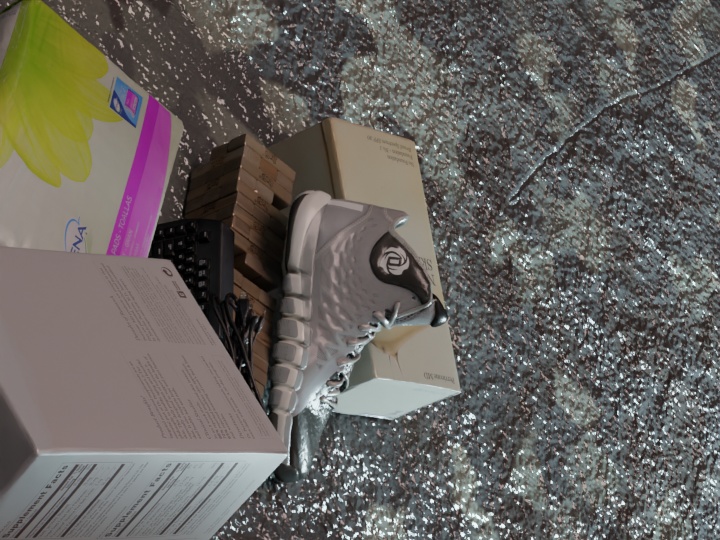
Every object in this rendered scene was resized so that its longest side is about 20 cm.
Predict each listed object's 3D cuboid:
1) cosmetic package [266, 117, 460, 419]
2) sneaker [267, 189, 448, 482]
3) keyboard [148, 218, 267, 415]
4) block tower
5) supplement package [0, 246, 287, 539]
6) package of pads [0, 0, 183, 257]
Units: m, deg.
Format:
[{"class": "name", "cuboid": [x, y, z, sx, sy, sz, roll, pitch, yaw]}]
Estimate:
[{"class": "cosmetic package", "cuboid": [0.000, 0.000, 1.755, 0.104, 0.073, 0.200, 11, 62, -49]}, {"class": "sneaker", "cuboid": [0.000, 0.049, 1.642, 0.075, 0.115, 0.200, -55, 151, -89]}, {"class": "keyboard", "cuboid": [-0.112, 0.048, 1.553, 0.040, 0.104, 0.200, 58, 27, -57]}, {"class": "block tower", "cuboid": [-0.091, 0.007, 1.649, 0.058, 0.054, 0.200, 37, 46, -34]}, {"class": "supplement package", "cuboid": [-0.182, 0.092, 1.366, 0.200, 0.151, 0.152, 5, 44, -51]}, {"class": "package of pads", "cuboid": [-0.200, -0.060, 1.533, 0.155, 0.068, 0.200, 40, 43, -32]}]
